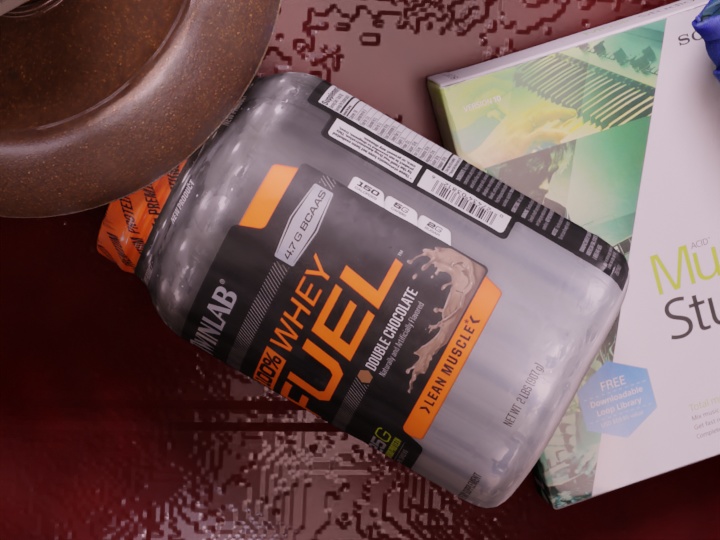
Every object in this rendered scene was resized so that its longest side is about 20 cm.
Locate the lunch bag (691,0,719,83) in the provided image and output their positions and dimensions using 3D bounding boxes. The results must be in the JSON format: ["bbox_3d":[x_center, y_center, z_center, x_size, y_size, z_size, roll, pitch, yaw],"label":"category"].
[{"bbox_3d":[0.259,-0.099,1.005,0.200,0.127,0.170,-40,104,-13],"label":"lunch bag"}]

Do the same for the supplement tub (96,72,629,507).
[{"bbox_3d":[0.000,0.000,0.959,0.199,0.123,0.123,29,92,3],"label":"supplement tub"}]

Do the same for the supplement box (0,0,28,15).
[{"bbox_3d":[-0.190,-0.140,0.865,0.199,0.127,0.073,-24,144,24],"label":"supplement box"}]

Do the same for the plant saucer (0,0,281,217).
[{"bbox_3d":[-0.129,-0.122,0.923,0.199,0.034,0.202,-3,76,12],"label":"plant saucer"}]

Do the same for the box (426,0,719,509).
[{"bbox_3d":[0.124,-0.010,1.039,0.144,0.036,0.201,-18,100,-7],"label":"box"}]
